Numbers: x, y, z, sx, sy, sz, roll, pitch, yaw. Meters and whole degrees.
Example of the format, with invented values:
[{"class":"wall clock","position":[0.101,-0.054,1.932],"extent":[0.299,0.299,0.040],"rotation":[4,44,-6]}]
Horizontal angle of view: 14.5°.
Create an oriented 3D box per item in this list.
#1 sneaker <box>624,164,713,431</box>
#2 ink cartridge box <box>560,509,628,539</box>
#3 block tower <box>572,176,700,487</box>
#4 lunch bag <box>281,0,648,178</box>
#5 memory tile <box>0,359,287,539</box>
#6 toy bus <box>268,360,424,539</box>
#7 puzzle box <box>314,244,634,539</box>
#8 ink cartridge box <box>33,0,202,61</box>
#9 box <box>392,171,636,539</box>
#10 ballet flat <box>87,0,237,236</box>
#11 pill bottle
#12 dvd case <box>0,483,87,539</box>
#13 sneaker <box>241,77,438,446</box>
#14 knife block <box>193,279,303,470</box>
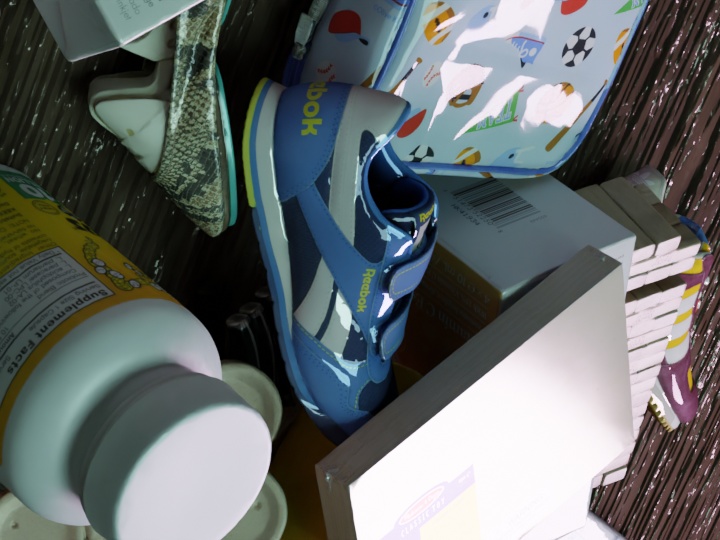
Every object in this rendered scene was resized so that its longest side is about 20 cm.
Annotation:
[{"class":"sneaker","position":[0.177,0.019,1.676],"extent":[0.090,0.075,0.200],"rotation":[-41,143,-5]},{"class":"ink cartridge box","position":[0.092,0.236,1.786],"extent":[0.200,0.047,0.160],"rotation":[-53,143,-1]},{"class":"block tower","position":[0.132,0.042,1.571],"extent":[0.054,0.058,0.200],"rotation":[-17,140,-30]},{"class":"lunch bag","position":[0.052,-0.119,1.433],"extent":[0.200,0.076,0.160],"rotation":[2,120,-48]},{"class":"memory tile","position":[-0.133,0.123,1.368],"extent":[0.200,0.017,0.153],"rotation":[-5,96,-10]},{"class":"toy bus","position":[-0.024,0.144,1.450],"extent":[0.200,0.065,0.078],"rotation":[-61,153,-14]},{"class":"puzzle box","position":[0.062,0.091,1.432],"extent":[0.200,0.025,0.133],"rotation":[-37,140,-28]},{"class":"ink cartridge box","position":[-0.062,-0.187,1.217],"extent":[0.200,0.067,0.116],"rotation":[-33,101,-24]},{"class":"box","position":[0.061,0.047,1.535],"extent":[0.097,0.124,0.200],"rotation":[-22,133,-34]},{"class":"ballet flat","position":[-0.091,-0.107,1.310],"extent":[0.075,0.068,0.200],"rotation":[-5,120,-19]},{"class":"pill bottle","position":[-0.133,0.043,1.263],"extent":[0.113,0.200,0.113],"rotation":[-27,136,-29]},{"class":"dvd case","position":[-0.178,0.191,1.431],"extent":[0.146,0.022,0.200],"rotation":[-7,125,-13]},{"class":"sneaker","position":[0.000,0.000,1.361],"extent":[0.074,0.082,0.200],"rotation":[-76,157,-59]},{"class":"knife block","position":[-0.061,0.092,1.485],"extent":[0.200,0.064,0.176],"rotation":[17,96,-63]}]
